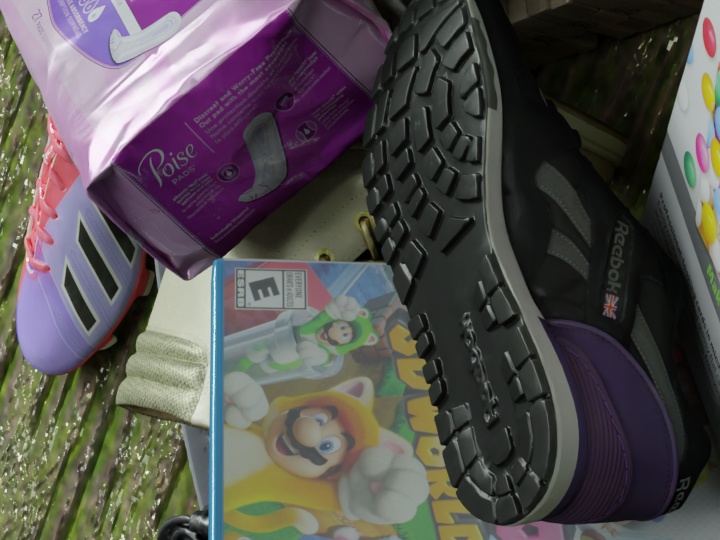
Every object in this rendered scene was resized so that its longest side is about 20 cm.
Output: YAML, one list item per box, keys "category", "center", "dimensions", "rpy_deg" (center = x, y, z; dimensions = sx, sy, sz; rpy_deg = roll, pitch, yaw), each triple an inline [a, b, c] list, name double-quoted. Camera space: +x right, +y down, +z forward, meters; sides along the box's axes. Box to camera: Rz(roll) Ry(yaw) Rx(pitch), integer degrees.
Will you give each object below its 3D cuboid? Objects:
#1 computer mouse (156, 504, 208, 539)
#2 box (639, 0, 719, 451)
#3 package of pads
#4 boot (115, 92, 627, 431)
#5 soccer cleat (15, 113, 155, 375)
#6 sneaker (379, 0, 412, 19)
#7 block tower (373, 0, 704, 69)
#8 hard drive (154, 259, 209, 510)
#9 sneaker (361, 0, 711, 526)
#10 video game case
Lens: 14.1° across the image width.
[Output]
- category: "computer mouse"
  center: [0.002, 0.160, 1.099]
  dimensions: [0.200, 0.046, 0.141]
  rpy_deg: [20, 124, 39]
- category: "box"
  center: [0.143, -0.007, 0.917]
  dimensions: [0.200, 0.041, 0.156]
  rpy_deg: [100, 156, -59]
- category: "package of pads"
  center: [-0.067, -0.100, 1.099]
  dimensions: [0.120, 0.076, 0.200]
  rpy_deg: [-40, 39, 8]
- category: "boot"
  center: [0.000, 0.000, 1.091]
  dimensions: [0.200, 0.072, 0.155]
  rpy_deg: [7, 75, 40]
- category: "soccer cleat"
  center: [-0.117, -0.048, 1.272]
  dimensions: [0.067, 0.076, 0.200]
  rpy_deg: [41, 111, 42]
- category: "sneaker"
  center: [0.080, -0.127, 1.003]
  dimensions: [0.130, 0.079, 0.199]
  rpy_deg: [36, 140, 9]
- category: "block tower"
  center: [0.071, -0.114, 1.104]
  dimensions: [0.200, 0.058, 0.054]
  rpy_deg: [-18, 70, 44]
- category: "hard drive"
  center: [-0.016, 0.048, 1.173]
  dimensions: [0.135, 0.042, 0.200]
  rpy_deg: [-34, 58, 36]
- category: "sneaker"
  center: [0.062, -0.005, 0.991]
  dimensions: [0.076, 0.087, 0.200]
  rpy_deg: [-39, 55, 48]
- category: "video game case"
  center: [0.048, 0.062, 0.993]
  dimensions: [0.018, 0.200, 0.143]
  rpy_deg: [100, 171, -57]
